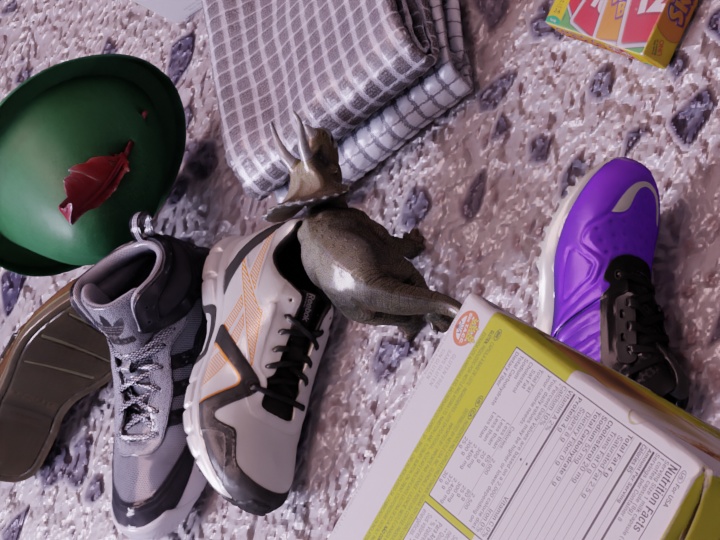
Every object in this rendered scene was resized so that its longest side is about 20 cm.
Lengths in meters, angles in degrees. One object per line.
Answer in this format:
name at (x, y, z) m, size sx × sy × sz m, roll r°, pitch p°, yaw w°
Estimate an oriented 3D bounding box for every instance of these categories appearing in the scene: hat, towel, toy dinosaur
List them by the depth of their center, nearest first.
toy dinosaur at (0.000, 0.000, 1.619) m, size 0.077 × 0.102 × 0.200 m, roll -50°, pitch 38°, yaw 18°
towel at (-0.020, -0.155, 1.749) m, size 0.165 × 0.085 × 0.201 m, roll -39°, pitch 43°, yaw 29°
hat at (-0.153, -0.030, 1.774) m, size 0.176 × 0.199 × 0.167 m, roll 39°, pitch 132°, yaw 42°

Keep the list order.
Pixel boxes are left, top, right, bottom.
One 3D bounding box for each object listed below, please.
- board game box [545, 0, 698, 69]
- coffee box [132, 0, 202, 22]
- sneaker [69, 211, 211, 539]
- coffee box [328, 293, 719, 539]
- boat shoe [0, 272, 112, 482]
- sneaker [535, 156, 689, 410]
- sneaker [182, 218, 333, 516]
board game box at (0.184, -0.220, 1.587) m, size 0.095 × 0.030 × 0.201 m, roll 26°, pitch 89°, yaw 53°
coffee box at (-0.138, -0.331, 1.901) m, size 0.199 × 0.197 × 0.201 m, roll -31°, pitch 48°, yaw 36°
sneaker at (-0.141, 0.063, 1.736) m, size 0.075 × 0.114 × 0.201 m, roll -2°, pitch 66°, yaw 32°
coffee box at (0.118, 0.166, 1.284) m, size 0.201 × 0.199 × 0.198 m, roll -60°, pitch 38°, yaw 4°
boat shoe at (-0.210, 0.056, 1.856) m, size 0.200 × 0.072 × 0.068 m, roll -48°, pitch 27°, yaw 33°
sneaker at (0.139, 0.041, 1.462) m, size 0.099 × 0.069 × 0.201 m, roll 12°, pitch 83°, yaw 46°
sneaker at (-0.058, 0.053, 1.685) m, size 0.080 × 0.074 × 0.201 m, roll -27°, pitch 51°, yaw 37°
